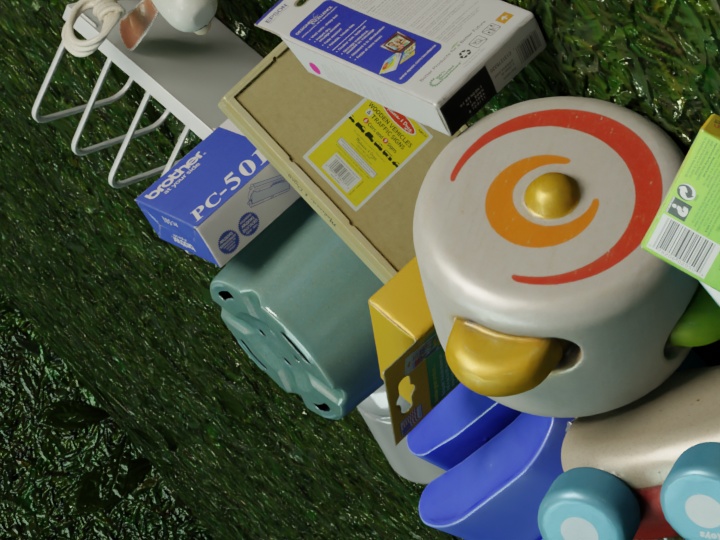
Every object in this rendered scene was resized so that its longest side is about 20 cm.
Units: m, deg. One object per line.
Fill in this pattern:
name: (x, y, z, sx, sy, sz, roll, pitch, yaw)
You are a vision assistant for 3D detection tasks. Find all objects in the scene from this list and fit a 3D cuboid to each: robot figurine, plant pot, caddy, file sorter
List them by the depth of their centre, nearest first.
caddy: (0.128, 0.133, 1.625, 0.105, 0.200, 0.142, 19, -135, -34)
plant pot: (0.000, 0.000, 1.670, 0.200, 0.196, 0.200, 42, 163, 16)
file sorter: (-0.153, -0.126, 1.772, 0.200, 0.139, 0.125, 41, 124, 18)
robot figurine: (0.056, 0.115, 1.931, 0.170, 0.113, 0.200, 27, 155, 44)

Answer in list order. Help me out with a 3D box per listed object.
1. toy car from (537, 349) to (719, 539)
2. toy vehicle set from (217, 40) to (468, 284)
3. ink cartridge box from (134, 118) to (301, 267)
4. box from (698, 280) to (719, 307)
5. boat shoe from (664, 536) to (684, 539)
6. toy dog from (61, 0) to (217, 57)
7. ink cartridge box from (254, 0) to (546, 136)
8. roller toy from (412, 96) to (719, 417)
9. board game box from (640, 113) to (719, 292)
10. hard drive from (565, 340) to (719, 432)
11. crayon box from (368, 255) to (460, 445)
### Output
toy car: (0.240, 0.165, 1.366, 0.177, 0.184, 0.200, -15, 111, 36)
toy vehicle set: (0.007, -0.092, 1.565, 0.200, 0.124, 0.027, 47, 163, -1)
ink cartridge box: (-0.068, -0.092, 1.615, 0.094, 0.200, 0.044, 24, 151, 52)
box: (0.285, 0.035, 1.266, 0.082, 0.049, 0.200, -31, 103, 42)
boat shoe: (0.230, 0.149, 1.636, 0.075, 0.086, 0.202, 29, 153, 42)
toy dog: (-0.176, -0.232, 1.702, 0.096, 0.132, 0.200, 56, -170, -49)
ink cartridge box: (0.024, -0.159, 1.426, 0.200, 0.095, 0.037, 30, 157, 43)
roller toy: (0.126, -0.012, 1.355, 0.140, 0.200, 0.183, 72, 171, -53)
board game box: (0.265, -0.002, 1.199, 0.200, 0.030, 0.096, 32, 133, 11)
hard drive: (0.248, 0.112, 1.454, 0.200, 0.140, 0.038, 36, -159, 29)
crayon box: (0.074, 0.020, 1.530, 0.052, 0.200, 0.126, 40, 161, 23)
